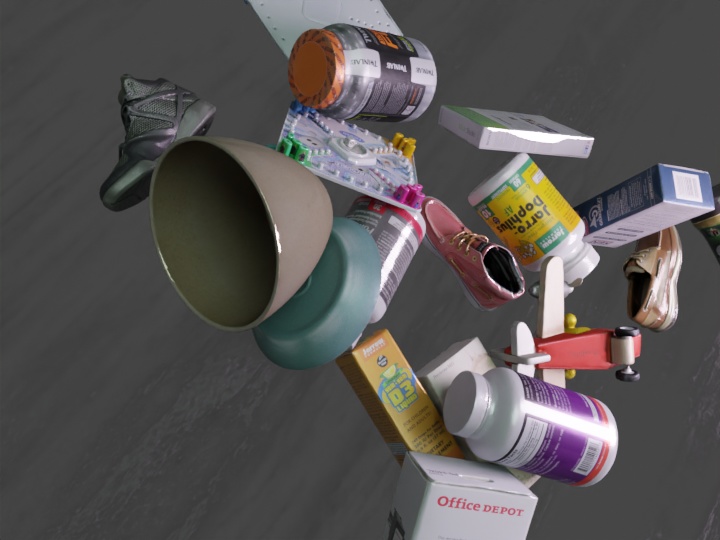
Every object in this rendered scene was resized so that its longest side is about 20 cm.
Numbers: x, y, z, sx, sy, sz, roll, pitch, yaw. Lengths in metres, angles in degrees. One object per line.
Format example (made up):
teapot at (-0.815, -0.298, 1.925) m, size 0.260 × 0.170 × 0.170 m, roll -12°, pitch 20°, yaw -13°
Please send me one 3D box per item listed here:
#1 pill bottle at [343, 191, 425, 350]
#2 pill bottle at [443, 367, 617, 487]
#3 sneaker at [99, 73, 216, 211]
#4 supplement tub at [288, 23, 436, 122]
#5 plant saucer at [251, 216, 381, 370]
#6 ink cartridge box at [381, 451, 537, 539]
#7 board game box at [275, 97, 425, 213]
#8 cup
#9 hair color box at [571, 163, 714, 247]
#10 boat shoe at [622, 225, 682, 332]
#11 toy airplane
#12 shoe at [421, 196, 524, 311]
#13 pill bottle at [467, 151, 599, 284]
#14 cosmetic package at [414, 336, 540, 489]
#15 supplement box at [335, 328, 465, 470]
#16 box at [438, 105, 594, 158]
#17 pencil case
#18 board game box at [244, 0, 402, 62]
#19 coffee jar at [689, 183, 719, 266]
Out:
pill bottle at (0.000, 0.000, 0.795) m, size 0.110 × 0.111 × 0.201 m, roll 33°, pitch 67°, yaw -9°
pill bottle at (0.207, 0.189, 0.741) m, size 0.198 × 0.112 × 0.114 m, roll 20°, pitch 69°, yaw -15°
sneaker at (-0.283, -0.168, 0.758) m, size 0.114 × 0.076 × 0.200 m, roll 34°, pitch 63°, yaw -7°
supplement tub at (0.004, -0.272, 0.835) m, size 0.199 × 0.122 × 0.124 m, roll -12°, pitch 79°, yaw -46°
plant saucer at (-0.068, 0.018, 0.728) m, size 0.036 × 0.198 × 0.202 m, roll 36°, pitch 60°, yaw -50°
ink cartridge box at (0.106, 0.332, 0.718) m, size 0.144 × 0.083 × 0.202 m, roll 13°, pitch 96°, yaw -16°
board game box at (-0.009, -0.168, 0.818) m, size 0.198 × 0.026 × 0.201 m, roll 20°, pitch 32°, yaw -12°
cup at (-0.113, -0.053, 0.657) m, size 0.143 × 0.200 × 0.202 m, roll -26°, pitch 85°, yaw -48°
hair color box at (0.426, -0.094, 0.932) m, size 0.099 × 0.200 × 0.061 m, roll 5°, pitch 74°, yaw -19°
boat shoe at (0.481, -0.001, 0.998) m, size 0.073 × 0.076 × 0.202 m, roll 13°, pitch 71°, yaw -13°
toy airplane at (0.276, 0.112, 0.854) m, size 0.199 × 0.141 × 0.200 m, roll 42°, pitch 88°, yaw -9°
shoe at (0.159, -0.035, 0.875) m, size 0.071 × 0.091 × 0.201 m, roll -35°, pitch 89°, yaw -25°
pill bottle at (0.267, -0.071, 0.914) m, size 0.113 × 0.113 × 0.200 m, roll -41°, pitch 92°, yaw -25°
cosmetic package at (0.162, 0.206, 0.821) m, size 0.103 × 0.073 × 0.201 m, roll -32°, pitch 89°, yaw -25°
supplement box at (0.051, 0.180, 0.789) m, size 0.066 × 0.069 × 0.201 m, roll -32°, pitch 86°, yaw -25°
box at (0.239, -0.218, 0.937) m, size 0.198 × 0.145 × 0.037 m, roll 2°, pitch 116°, yaw -21°
pencil case at (-0.160, -0.077, 0.772) m, size 0.093 × 0.085 × 0.200 m, roll 48°, pitch 66°, yaw -3°
board game box at (-0.063, -0.396, 0.921) m, size 0.199 × 0.026 × 0.201 m, roll -35°, pitch 89°, yaw -25°
coffee jar at (0.680, -0.059, 1.080) m, size 0.104 × 0.085 × 0.201 m, roll -29°, pitch 88°, yaw -21°
